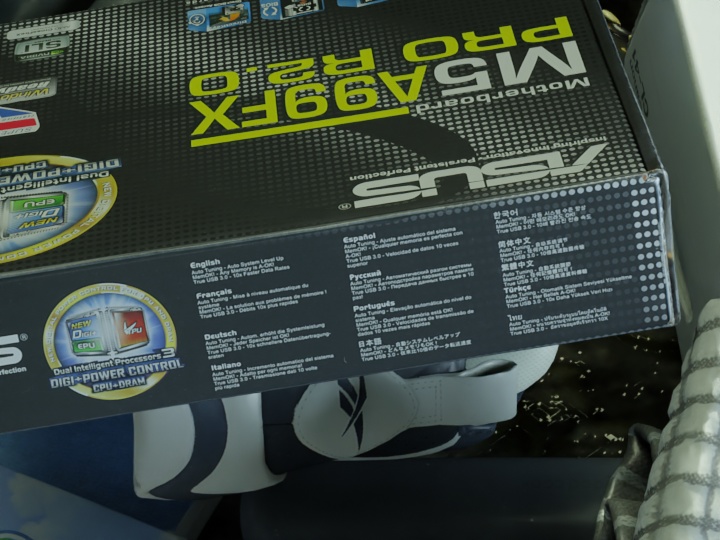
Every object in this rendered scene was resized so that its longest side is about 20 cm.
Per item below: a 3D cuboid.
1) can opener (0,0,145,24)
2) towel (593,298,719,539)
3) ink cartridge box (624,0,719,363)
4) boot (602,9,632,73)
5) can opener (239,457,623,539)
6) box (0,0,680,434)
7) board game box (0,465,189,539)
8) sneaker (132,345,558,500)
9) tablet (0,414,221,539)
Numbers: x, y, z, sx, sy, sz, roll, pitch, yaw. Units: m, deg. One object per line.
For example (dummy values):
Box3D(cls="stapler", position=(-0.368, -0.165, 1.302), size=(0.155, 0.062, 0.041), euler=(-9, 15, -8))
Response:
Box3D(cls="can opener", position=(-0.065, -0.118, 0.862), size=(0.053, 0.067, 0.200), euler=(24, 56, 15))
Box3D(cls="towel", position=(0.139, 0.120, 0.630), size=(0.200, 0.086, 0.166), euler=(22, 49, -7))
Box3D(cls="ink cartridge box", position=(0.191, -0.026, 0.790), size=(0.200, 0.086, 0.148), euler=(-8, 71, -7))
Box3D(cls="boot", position=(0.069, -0.090, 0.913), size=(0.200, 0.073, 0.151), euler=(-12, 42, -18))
Box3D(cls="can opener", position=(0.066, 0.086, 0.735), size=(0.200, 0.053, 0.067), euler=(-1, 41, 5))
Box3D(cls="box", position=(-0.030, -0.025, 0.703), size=(0.200, 0.044, 0.160), euler=(-9, 27, 1))
Box3D(cls="board game box", position=(-0.071, 0.133, 0.704), size=(0.200, 0.037, 0.151), euler=(18, 46, 24))
Box3D(cls="sneaker", position=(0.000, 0.000, 0.782), size=(0.129, 0.080, 0.199), euler=(-1, 17, -2))
Box3D(cls="tablet", position=(-0.071, 0.007, 0.863), size=(0.130, 0.014, 0.200), euler=(14, 44, 19))
